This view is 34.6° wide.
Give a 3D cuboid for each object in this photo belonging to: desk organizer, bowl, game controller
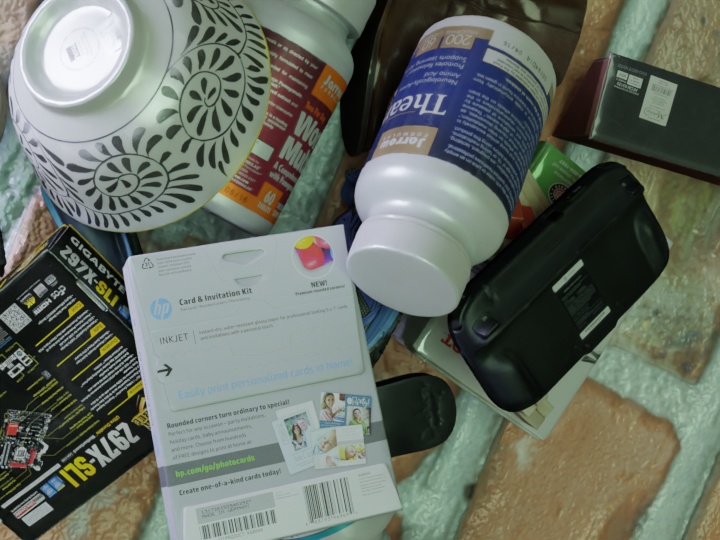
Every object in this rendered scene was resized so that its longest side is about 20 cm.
[{"bbox_3d":[0.273,-0.122,0.989,0.199,0.077,0.072,14,92,-18],"label":"desk organizer"},{"bbox_3d":[-0.170,-0.135,0.789,0.199,0.094,0.202,-5,75,19],"label":"bowl"},{"bbox_3d":[0.150,0.011,0.847,0.200,0.042,0.105,-41,118,-22],"label":"game controller"}]

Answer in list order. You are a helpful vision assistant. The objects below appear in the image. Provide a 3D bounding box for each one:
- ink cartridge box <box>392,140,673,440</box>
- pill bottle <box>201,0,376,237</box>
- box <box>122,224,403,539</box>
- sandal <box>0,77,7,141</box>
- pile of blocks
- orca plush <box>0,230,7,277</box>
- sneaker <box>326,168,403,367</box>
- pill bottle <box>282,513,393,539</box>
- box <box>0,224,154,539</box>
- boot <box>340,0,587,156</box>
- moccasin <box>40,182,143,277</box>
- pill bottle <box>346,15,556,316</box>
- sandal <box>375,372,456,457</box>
[{"bbox_3d":[0.139,0.015,0.960,0.146,0.084,0.201,36,86,-16],"label":"ink cartridge box"},{"bbox_3d":[-0.072,-0.136,0.866,0.109,0.110,0.201,28,88,-18],"label":"pill bottle"},{"bbox_3d":[-0.067,0.079,0.783,0.155,0.041,0.201,-10,82,-20],"label":"box"},{"bbox_3d":[-0.300,-0.084,0.792,0.080,0.054,0.201,28,54,-13],"label":"sandal"},{"bbox_3d":[0.138,0.024,0.884,0.082,0.062,0.202,-10,99,-14],"label":"pile of blocks"},{"bbox_3d":[-0.358,-0.019,0.816,0.199,0.105,0.071,-17,70,-11],"label":"orca plush"},{"bbox_3d":[0.000,0.000,0.900,0.078,0.076,0.201,17,52,-2],"label":"sneaker"},{"bbox_3d":[-0.040,0.152,0.909,0.110,0.111,0.201,-26,104,-12],"label":"pill bottle"},{"bbox_3d":[-0.227,0.087,0.834,0.200,0.049,0.160,-38,108,19],"label":"box"},{"bbox_3d":[0.091,-0.168,0.942,0.199,0.064,0.188,10,96,-22],"label":"boot"},{"bbox_3d":[-0.167,0.006,0.868,0.068,0.080,0.201,-28,104,-8],"label":"moccasin"},{"bbox_3d":[0.061,-0.073,0.820,0.111,0.111,0.201,32,61,-18],"label":"pill bottle"},{"bbox_3d":[-0.018,0.121,0.832,0.199,0.043,0.077,-21,101,-20],"label":"sandal"}]
